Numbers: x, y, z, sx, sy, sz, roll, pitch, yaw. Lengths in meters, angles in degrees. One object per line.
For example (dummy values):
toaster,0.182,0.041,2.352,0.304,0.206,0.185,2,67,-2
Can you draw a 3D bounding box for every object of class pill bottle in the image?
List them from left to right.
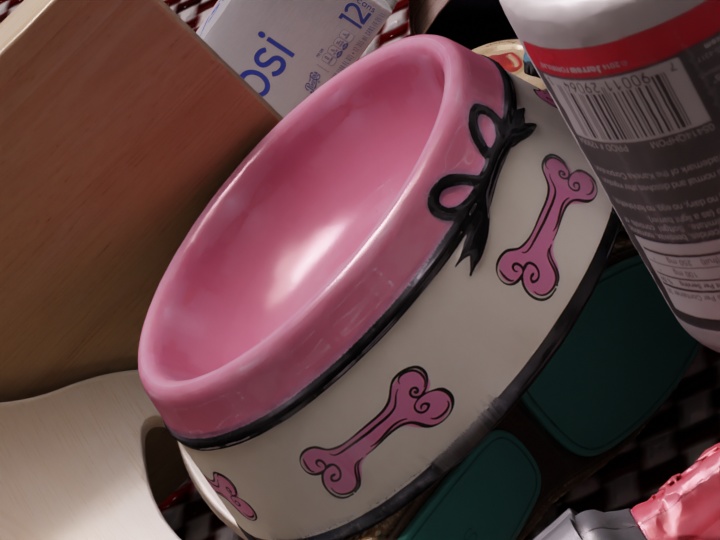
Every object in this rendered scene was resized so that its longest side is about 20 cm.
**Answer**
pill bottle,0.136,-0.042,0.952,0.110,0.201,0.111,-25,27,14

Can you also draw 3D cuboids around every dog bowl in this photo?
dog bowl,0.000,0.000,1.025,0.200,0.074,0.201,-41,23,21

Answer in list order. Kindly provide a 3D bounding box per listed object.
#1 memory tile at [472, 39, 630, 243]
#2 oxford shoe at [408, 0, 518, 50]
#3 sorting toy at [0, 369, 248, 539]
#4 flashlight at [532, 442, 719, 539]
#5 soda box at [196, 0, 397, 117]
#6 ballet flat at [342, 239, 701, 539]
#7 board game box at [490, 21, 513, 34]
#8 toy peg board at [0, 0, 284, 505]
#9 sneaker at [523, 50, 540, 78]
memory tile,0.133,-0.062,1.122,0.199,0.017,0.154,-10,36,5
oxford shoe,0.106,-0.138,1.223,0.199,0.071,0.073,-24,36,34
sorting toy,-0.106,0.114,1.061,0.179,0.107,0.200,-29,55,-26
flashlight,0.129,0.056,0.896,0.200,0.068,0.068,-37,-6,7
soda box,-0.051,-0.085,1.293,0.200,0.063,0.068,-51,10,39
ballet flat,0.050,0.059,1.029,0.200,0.071,0.065,-44,19,-27
board game box,0.086,-0.061,1.223,0.152,0.040,0.200,-15,31,32
toy peg board,-0.122,-0.015,1.137,0.200,0.199,0.098,-44,36,5
sneaker,0.116,-0.128,1.063,0.079,0.096,0.200,8,25,28
